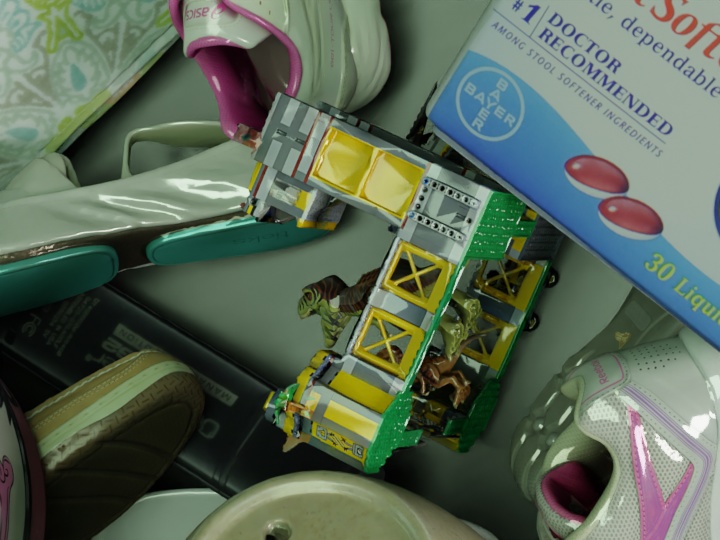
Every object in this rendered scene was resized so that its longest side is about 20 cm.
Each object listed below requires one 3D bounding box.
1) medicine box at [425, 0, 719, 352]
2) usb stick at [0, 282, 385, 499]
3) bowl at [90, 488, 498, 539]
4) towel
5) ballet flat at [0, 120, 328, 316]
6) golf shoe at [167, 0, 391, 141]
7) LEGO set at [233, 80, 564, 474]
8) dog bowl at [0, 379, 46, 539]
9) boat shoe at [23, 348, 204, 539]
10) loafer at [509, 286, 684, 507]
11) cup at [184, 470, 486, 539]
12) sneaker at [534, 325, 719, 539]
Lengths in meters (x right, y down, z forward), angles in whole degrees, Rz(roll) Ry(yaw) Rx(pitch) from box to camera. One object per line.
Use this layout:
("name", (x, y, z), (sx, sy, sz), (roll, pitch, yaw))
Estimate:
("medicine box", (0.157, -0.091, 1.051), (0.182, 0.103, 0.200), (39, 122, 12))
("usb stick", (-0.079, 0.057, 1.233), (0.200, 0.033, 0.056), (30, 79, 24))
("bowl", (-0.037, 0.197, 1.192), (0.199, 0.075, 0.200), (5, 55, 13))
("towel", (-0.169, -0.124, 1.201), (0.171, 0.200, 0.048), (-45, 48, 10))
("ballet flat", (-0.109, -0.027, 1.229), (0.199, 0.069, 0.070), (-14, 87, -9))
("golf shoe", (-0.051, -0.144, 1.179), (0.075, 0.092, 0.200), (-8, 115, 38))
("LEGO set", (0.000, 0.000, 1.153), (0.116, 0.200, 0.154), (26, 105, 17))
("dog bowl", (-0.218, 0.105, 1.153), (0.200, 0.074, 0.201), (-7, 76, 29))
("boat shoe", (-0.160, 0.091, 1.205), (0.200, 0.072, 0.076), (-38, 57, 5))
("loafer", (0.146, 0.031, 1.184), (0.070, 0.070, 0.200), (34, 104, -26))
("cup", (-0.010, 0.159, 1.081), (0.200, 0.143, 0.201), (-5, 51, 6))
("sneaker", (0.112, 0.107, 1.138), (0.088, 0.081, 0.201), (-3, 117, -9))
